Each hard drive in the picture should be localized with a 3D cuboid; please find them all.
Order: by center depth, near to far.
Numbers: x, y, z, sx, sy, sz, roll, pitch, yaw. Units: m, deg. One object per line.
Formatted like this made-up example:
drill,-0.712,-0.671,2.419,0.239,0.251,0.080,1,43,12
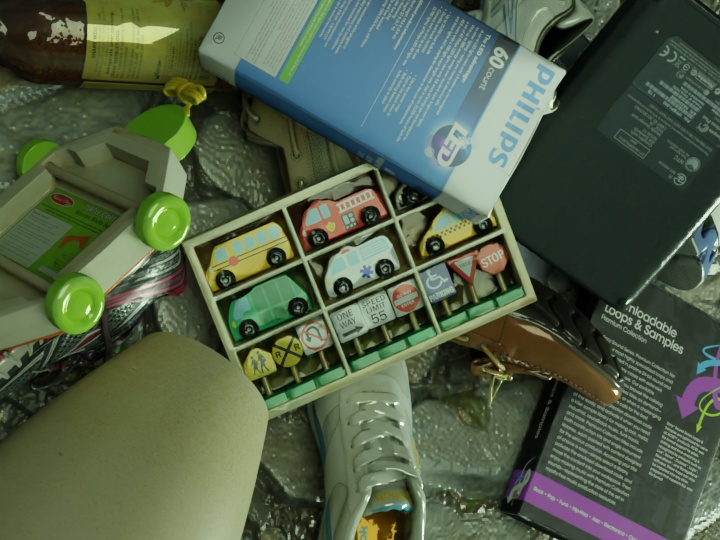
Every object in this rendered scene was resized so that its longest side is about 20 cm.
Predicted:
hard drive,0.187,-0.083,1.000,0.139,0.033,0.200,33,110,-16

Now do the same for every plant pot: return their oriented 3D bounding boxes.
plant pot,-0.143,0.141,0.866,0.187,0.187,0.201,42,58,-16

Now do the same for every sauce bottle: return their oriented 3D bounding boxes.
sauce bottle,-0.171,-0.146,0.919,0.198,0.066,0.067,1,86,-26

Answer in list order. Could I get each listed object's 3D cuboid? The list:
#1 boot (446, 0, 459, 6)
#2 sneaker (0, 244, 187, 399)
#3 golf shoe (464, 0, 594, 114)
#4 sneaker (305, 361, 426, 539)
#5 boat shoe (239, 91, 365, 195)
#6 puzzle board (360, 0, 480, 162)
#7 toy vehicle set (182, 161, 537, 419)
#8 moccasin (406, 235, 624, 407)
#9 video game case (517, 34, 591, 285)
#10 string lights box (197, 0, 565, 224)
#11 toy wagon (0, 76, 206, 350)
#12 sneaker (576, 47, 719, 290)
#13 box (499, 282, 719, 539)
boot,0.031,-0.239,1.009,0.200,0.070,0.132,-45,111,-13
sneaker,-0.187,0.038,0.896,0.200,0.080,0.075,-39,128,-15
golf shoe,0.118,-0.186,1.004,0.078,0.096,0.202,50,53,-60
sneaker,0.010,0.127,0.974,0.076,0.081,0.202,0,82,-23
boat shoe,-0.047,-0.103,0.969,0.064,0.072,0.202,-20,103,-4
puzzle board,0.035,-0.176,1.042,0.199,0.017,0.151,-36,101,-22
toy vehicle set,0.000,0.000,0.943,0.198,0.027,0.125,-24,97,-5
moccasin,0.091,0.043,1.010,0.200,0.074,0.078,25,113,-18
video game case,0.116,-0.084,1.062,0.143,0.019,0.201,43,70,-24
string lights box,0.012,-0.122,0.898,0.199,0.059,0.103,30,85,-2
toy wagon,-0.160,-0.037,0.871,0.200,0.155,0.040,-44,130,-21
sneaker,0.235,-0.099,1.084,0.115,0.080,0.201,-38,117,-28
box,0.198,0.112,1.086,0.142,0.036,0.202,28,77,-20
